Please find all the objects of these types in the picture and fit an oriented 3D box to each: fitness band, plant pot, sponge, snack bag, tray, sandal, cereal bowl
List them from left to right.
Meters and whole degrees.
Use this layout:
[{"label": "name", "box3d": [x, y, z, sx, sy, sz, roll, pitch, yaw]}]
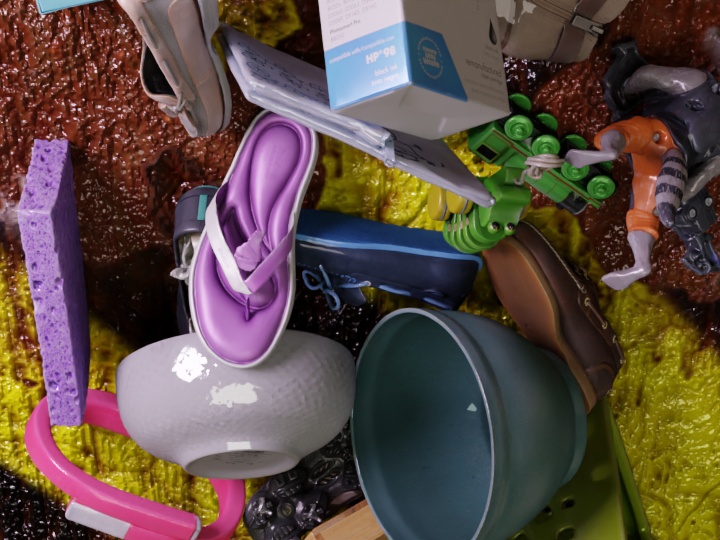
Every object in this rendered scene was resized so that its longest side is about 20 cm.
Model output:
[{"label": "sponge", "box3d": [-0.235, 0.011, 1.113, 0.029, 0.112, 0.202, -2, 123, -5]}, {"label": "fitness band", "box3d": [-0.187, 0.165, 1.200, 0.198, 0.144, 0.038, 24, 118, -19]}, {"label": "cereal bowl", "box3d": [-0.100, 0.118, 1.157, 0.197, 0.084, 0.200, -4, 158, -1]}, {"label": "sandal", "box3d": [-0.083, -0.030, 1.068, 0.081, 0.050, 0.205, 10, 79, 2]}, {"label": "tray", "box3d": [-0.029, 0.257, 1.264, 0.098, 0.037, 0.200, -25, 163, -32]}, {"label": "snack bag", "box3d": [-0.004, -0.111, 1.008, 0.198, 0.189, 0.022, 24, 104, -18]}, {"label": "plant pot", "box3d": [0.098, 0.127, 1.158, 0.133, 0.201, 0.202, -4, 129, -33]}, {"label": "plant pot", "box3d": [0.163, 0.257, 1.265, 0.179, 0.201, 0.200, -15, 125, 12]}]

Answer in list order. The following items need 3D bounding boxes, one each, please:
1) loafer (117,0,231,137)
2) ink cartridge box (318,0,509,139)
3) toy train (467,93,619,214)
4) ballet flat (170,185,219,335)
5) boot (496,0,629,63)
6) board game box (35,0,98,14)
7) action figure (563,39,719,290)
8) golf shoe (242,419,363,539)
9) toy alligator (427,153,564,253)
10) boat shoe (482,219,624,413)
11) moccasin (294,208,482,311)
[{"label": "loafer", "box3d": [-0.134, -0.152, 0.996, 0.063, 0.072, 0.201, -33, 159, -16]}, {"label": "ink cartridge box", "box3d": [0.029, -0.197, 0.926, 0.066, 0.203, 0.115, -15, 166, 37]}, {"label": "toy train", "box3d": [0.119, -0.104, 1.110, 0.199, 0.042, 0.056, 33, 125, -23]}, {"label": "ballet flat", "box3d": [-0.120, 0.029, 1.161, 0.072, 0.073, 0.202, -5, 124, -1]}, {"label": "boot", "box3d": [0.142, -0.244, 1.008, 0.145, 0.071, 0.201, 18, 122, -23]}, {"label": "board game box", "box3d": [-0.144, -0.272, 0.970, 0.197, 0.047, 0.152, -11, 125, 3]}, {"label": "action figure", "box3d": [0.242, -0.069, 1.062, 0.104, 0.194, 0.201, -8, 121, 50]}, {"label": "golf shoe", "box3d": [-0.020, 0.172, 1.270, 0.199, 0.094, 0.078, -30, 89, -10]}, {"label": "toy alligator", "box3d": [0.098, -0.044, 1.063, 0.059, 0.200, 0.055, 4, 84, -18]}, {"label": "boat shoe", "box3d": [0.165, 0.028, 1.191, 0.070, 0.070, 0.201, -44, 128, -20]}, {"label": "moccasin", "box3d": [0.000, 0.000, 1.141, 0.198, 0.081, 0.069, 11, 111, -10]}]
